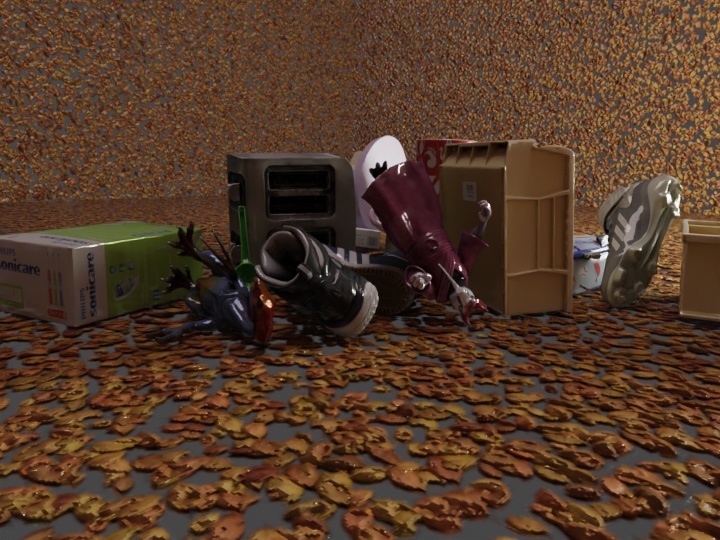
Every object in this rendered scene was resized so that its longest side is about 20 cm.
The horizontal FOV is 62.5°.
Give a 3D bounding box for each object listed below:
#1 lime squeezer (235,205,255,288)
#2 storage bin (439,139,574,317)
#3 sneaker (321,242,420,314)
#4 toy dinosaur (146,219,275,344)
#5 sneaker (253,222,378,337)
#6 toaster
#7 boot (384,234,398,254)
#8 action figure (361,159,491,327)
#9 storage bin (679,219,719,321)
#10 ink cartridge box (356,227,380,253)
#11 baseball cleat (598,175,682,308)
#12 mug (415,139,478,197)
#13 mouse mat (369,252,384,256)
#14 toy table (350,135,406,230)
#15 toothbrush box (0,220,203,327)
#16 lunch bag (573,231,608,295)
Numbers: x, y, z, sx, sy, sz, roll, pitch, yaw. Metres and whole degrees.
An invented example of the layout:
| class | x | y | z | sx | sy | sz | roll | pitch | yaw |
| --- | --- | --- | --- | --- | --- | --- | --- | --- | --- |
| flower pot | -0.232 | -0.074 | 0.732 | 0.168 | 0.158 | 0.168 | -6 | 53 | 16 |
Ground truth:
| class | x | y | z | sx | sy | sz | roll | pitch | yaw |
| --- | --- | --- | --- | --- | --- | --- | --- | --- | --- |
| lime squeezer | -0.132 | 0.011 | 0.725 | 0.037 | 0.072 | 0.203 | 10 | 37 | -25 |
| storage bin | 0.180 | -0.062 | 0.766 | 0.090 | 0.206 | 0.200 | -5 | 11 | -13 |
| sneaker | 0.000 | 0.000 | 0.761 | 0.195 | 0.073 | 0.107 | 16 | 21 | 31 |
| toy dinosaur | -0.135 | 0.019 | 0.624 | 0.179 | 0.108 | 0.198 | 30 | 10 | 26 |
| sneaker | -0.065 | -0.003 | 0.635 | 0.113 | 0.077 | 0.199 | 39 | -7 | -31 |
| toaster | -0.095 | -0.073 | 0.856 | 0.193 | 0.188 | 0.118 | -3 | 13 | -19 |
| boot | 0.062 | -0.062 | 0.871 | 0.065 | 0.135 | 0.201 | 1 | 25 | -2 |
| action figure | 0.069 | -0.022 | 0.669 | 0.131 | 0.204 | 0.149 | -23 | -13 | -25 |
| storage bin | 0.488 | 0.000 | 0.707 | 0.193 | 0.097 | 0.198 | 6 | 11 | 28 |
| ink cartridge box | -0.025 | -0.055 | 1.087 | 0.091 | 0.039 | 0.200 | 6 | 0 | -8 |
| baseball cleat | 0.354 | -0.037 | 0.792 | 0.070 | 0.202 | 0.105 | 44 | -18 | -23 |
| mug | 0.159 | -0.122 | 1.044 | 0.130 | 0.208 | 0.175 | 8 | 12 | 37 |
| mouse mat | 0.114 | -0.016 | 1.055 | 0.192 | 0.008 | 0.161 | 2 | 10 | -3 |
| toy table | 0.002 | -0.160 | 1.138 | 0.115 | 0.186 | 0.202 | -5 | 41 | 42 |
| toothbrush box | -0.308 | -0.005 | 0.716 | 0.141 | 0.090 | 0.199 | 6 | 11 | 26 |
| lunch bag | 0.279 | -0.018 | 0.894 | 0.156 | 0.079 | 0.198 | -8 | 13 | -34 |
